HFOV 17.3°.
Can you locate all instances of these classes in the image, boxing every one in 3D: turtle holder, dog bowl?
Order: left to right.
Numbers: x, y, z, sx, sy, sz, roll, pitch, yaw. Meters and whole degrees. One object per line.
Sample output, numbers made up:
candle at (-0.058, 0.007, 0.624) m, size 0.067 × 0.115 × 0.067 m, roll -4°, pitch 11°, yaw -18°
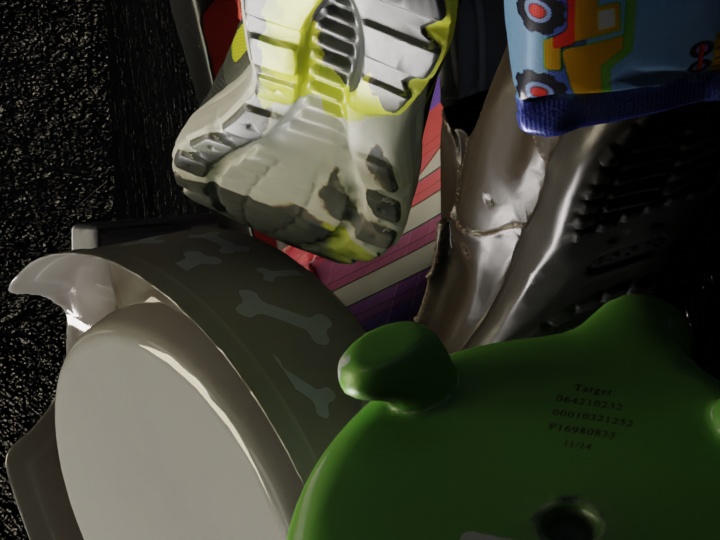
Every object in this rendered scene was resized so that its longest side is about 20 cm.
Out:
dog bowl at (-0.044, 0.077, 0.785) m, size 0.200 × 0.058 × 0.201 m, roll 33°, pitch 135°, yaw 40°
turtle holder at (0.046, 0.086, 0.607) m, size 0.186 × 0.140 × 0.132 m, roll -109°, pitch 15°, yaw -50°

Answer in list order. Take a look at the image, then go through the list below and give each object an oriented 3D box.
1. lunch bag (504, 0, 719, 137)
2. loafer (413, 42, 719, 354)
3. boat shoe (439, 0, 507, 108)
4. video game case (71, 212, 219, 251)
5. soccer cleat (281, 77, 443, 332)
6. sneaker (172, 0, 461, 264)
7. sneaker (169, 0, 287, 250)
lunch bag at (0.072, -0.152, 0.501) m, size 0.151 × 0.093 × 0.201 m, roll 89°, pitch 179°, yaw -46°
loafer at (0.056, -0.021, 0.673) m, size 0.072 × 0.073 × 0.200 m, roll 64°, pitch 153°, yaw 24°
boat shoe at (0.036, -0.114, 0.755) m, size 0.072 × 0.068 × 0.201 m, roll 104°, pitch 158°, yaw -64°
video game case at (-0.070, 0.077, 1.011) m, size 0.142 × 0.019 × 0.202 m, roll -7°, pitch -82°, yaw -55°
soccer cleat at (0.000, 0.000, 0.862) m, size 0.068 × 0.073 × 0.201 m, roll -111°, pitch 43°, yaw -80°
sneaker at (0.000, -0.070, 0.697) m, size 0.200 × 0.074 × 0.085 m, roll 121°, pitch 172°, yaw -63°
sneaker at (-0.007, -0.055, 0.964) m, size 0.067 × 0.107 × 0.203 m, roll 168°, pitch 89°, yaw -76°
